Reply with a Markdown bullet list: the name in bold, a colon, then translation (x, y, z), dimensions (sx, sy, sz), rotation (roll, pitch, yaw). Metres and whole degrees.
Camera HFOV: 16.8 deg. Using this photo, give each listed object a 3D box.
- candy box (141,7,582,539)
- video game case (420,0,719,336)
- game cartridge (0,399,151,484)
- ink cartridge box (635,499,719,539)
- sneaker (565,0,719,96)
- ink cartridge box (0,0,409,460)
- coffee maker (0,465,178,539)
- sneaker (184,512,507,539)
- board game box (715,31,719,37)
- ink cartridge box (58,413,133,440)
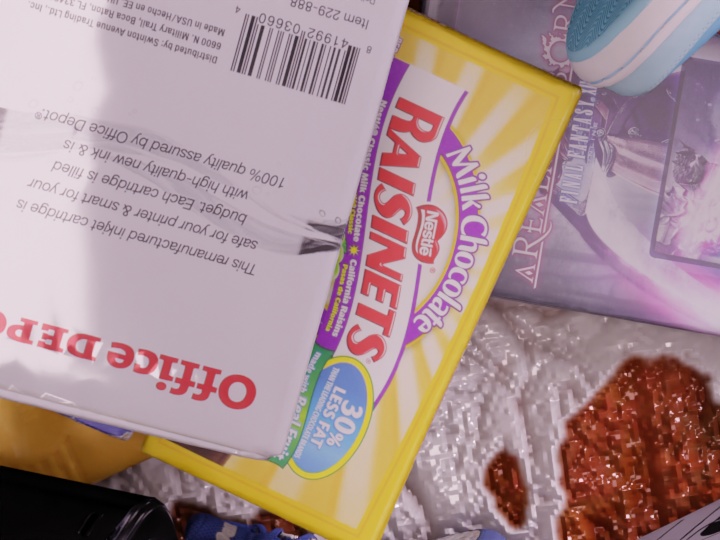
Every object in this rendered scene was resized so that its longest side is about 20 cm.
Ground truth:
- **candy box**: translation (0.000, 0.000, 0.946), dimensions (0.102, 0.026, 0.201), rotation (24, 97, 1)
- **video game case**: translation (0.116, -0.051, 0.990), dimensions (0.198, 0.019, 0.144), rotation (9, 95, -1)
- **game cartridge**: translation (-0.095, -0.017, 0.981), dimensions (0.199, 0.032, 0.177), rotation (-26, 91, 5)
- **ink cartridge box**: translation (0.121, 0.136, 0.969), dimensions (0.199, 0.094, 0.044), rotation (-26, 95, 3)
- **sneaker**: translation (0.174, -0.109, 0.868), dimensions (0.200, 0.079, 0.131), rotation (-47, 108, -8)
- **ink cartridge box**: translation (-0.076, -0.050, 0.865), dimensions (0.145, 0.084, 0.201), rotation (16, 92, -14)
- **coffee maker**: translation (-0.177, 0.125, 0.898), dimensions (0.199, 0.192, 0.136), rotation (11, 69, 20)
- **sneaker**: translation (-0.034, 0.134, 0.980), dimensions (0.199, 0.075, 0.089), rotation (-21, 94, 2)
- **board game box**: translation (0.171, -0.158, 0.926), dimensions (0.199, 0.045, 0.153), rotation (23, 88, -22)
- **ink cartridge box**: translation (-0.135, -0.061, 0.917), dimensions (0.195, 0.043, 0.201), rotation (22, 88, -11)
